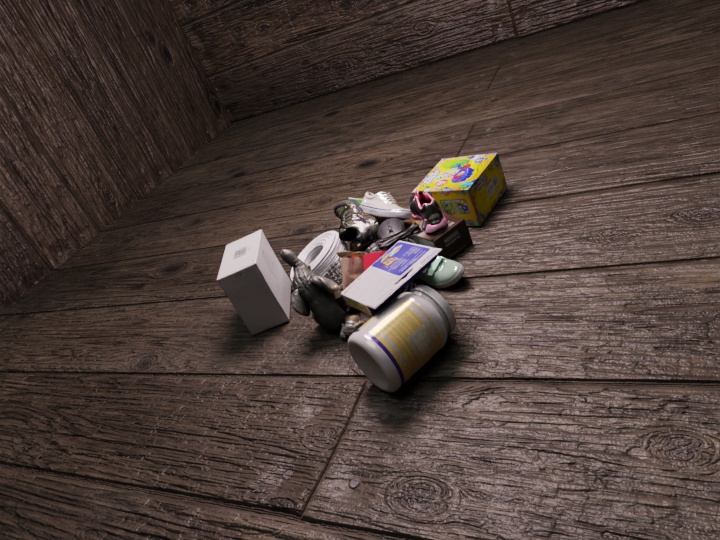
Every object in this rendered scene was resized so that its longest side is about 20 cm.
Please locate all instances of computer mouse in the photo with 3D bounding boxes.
[{"bbox_3d":[0.104,-0.115,1.481,0.139,0.046,0.200,-22,12,13],"label":"computer mouse"}]

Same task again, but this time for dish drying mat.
[{"bbox_3d":[0.051,-0.014,1.427,0.199,0.018,0.077,-8,51,35],"label":"dish drying mat"}]

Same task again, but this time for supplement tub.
[{"bbox_3d":[0.088,0.137,1.197,0.200,0.146,0.145,-38,31,-22],"label":"supplement tub"}]

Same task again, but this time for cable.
[{"bbox_3d":[-0.121,-0.025,1.655,0.199,0.069,0.201,-34,27,26],"label":"cable"}]

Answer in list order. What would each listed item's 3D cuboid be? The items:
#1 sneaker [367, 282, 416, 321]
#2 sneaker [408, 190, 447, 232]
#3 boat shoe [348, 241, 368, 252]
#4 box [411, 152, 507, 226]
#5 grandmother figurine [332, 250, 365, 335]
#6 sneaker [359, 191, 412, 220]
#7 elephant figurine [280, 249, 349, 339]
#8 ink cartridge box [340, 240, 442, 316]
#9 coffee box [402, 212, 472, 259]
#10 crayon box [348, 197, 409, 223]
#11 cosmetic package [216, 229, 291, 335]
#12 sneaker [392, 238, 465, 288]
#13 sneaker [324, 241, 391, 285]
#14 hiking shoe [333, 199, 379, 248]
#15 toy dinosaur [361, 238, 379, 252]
[{"bbox_3d":[0.063,0.075,1.378,0.080,0.087,0.200,0,38,40],"label":"sneaker"},{"bbox_3d":[0.170,-0.179,1.534,0.079,0.096,0.200,-27,28,-1],"label":"sneaker"},{"bbox_3d":[-0.012,-0.109,1.709,0.075,0.072,0.200,-32,14,11],"label":"boat shoe"},{"bbox_3d":[0.289,-0.230,1.664,0.191,0.123,0.200,2,39,41],"label":"box"},{"bbox_3d":[-0.015,0.057,1.384,0.120,0.202,0.060,2,-6,-20],"label":"grandmother figurine"},{"bbox_3d":[0.067,-0.183,1.599,0.073,0.072,0.199,6,8,-43],"label":"sneaker"},{"bbox_3d":[-0.116,0.055,1.413,0.154,0.200,0.142,1,58,48],"label":"elephant figurine"},{"bbox_3d":[0.071,0.018,1.274,0.197,0.047,0.200,-41,23,-13],"label":"ink cartridge box"},{"bbox_3d":[0.193,-0.100,1.567,0.114,0.080,0.200,-36,31,-18],"label":"coffee box"},{"bbox_3d":[0.064,-0.176,1.745,0.199,0.126,0.051,12,88,49],"label":"crayon box"},{"bbox_3d":[-0.289,0.032,1.602,0.122,0.201,0.200,-23,29,8],"label":"cosmetic package"},{"bbox_3d":[0.158,-0.023,1.419,0.200,0.118,0.074,11,62,51],"label":"sneaker"},{"bbox_3d":[0.000,0.000,1.540,0.199,0.091,0.076,-23,61,-4],"label":"sneaker"},{"bbox_3d":[-0.032,-0.134,1.622,0.100,0.076,0.200,-31,41,-22],"label":"hiking shoe"},{"bbox_3d":[-0.003,-0.030,1.644,0.199,0.048,0.088,-31,15,-9],"label":"toy dinosaur"}]
